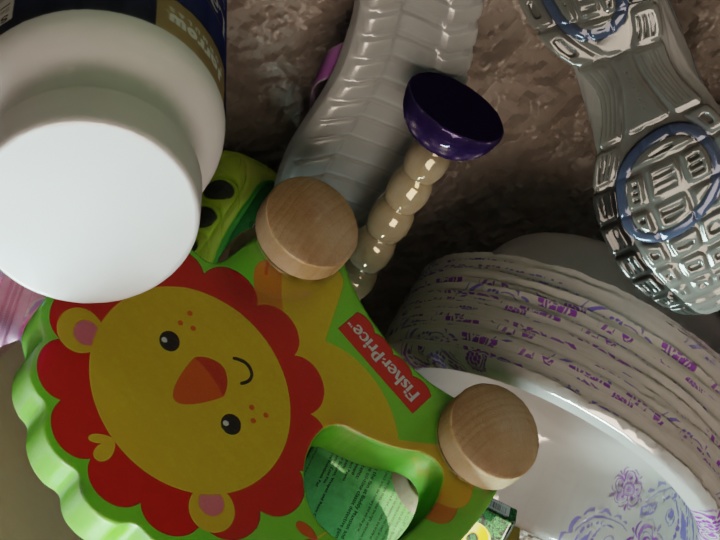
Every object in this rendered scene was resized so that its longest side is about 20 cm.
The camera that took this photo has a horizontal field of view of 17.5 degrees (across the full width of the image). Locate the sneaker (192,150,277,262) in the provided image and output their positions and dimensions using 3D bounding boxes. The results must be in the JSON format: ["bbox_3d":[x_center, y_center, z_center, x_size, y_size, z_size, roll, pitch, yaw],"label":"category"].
[{"bbox_3d":[-0.085,0.040,1.178,0.083,0.074,0.201,21,105,-31],"label":"sneaker"}]

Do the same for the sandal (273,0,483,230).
[{"bbox_3d":[0.010,-0.093,1.118,0.082,0.050,0.204,5,127,-29],"label":"sandal"}]

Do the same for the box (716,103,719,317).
[{"bbox_3d":[0.220,0.022,1.178,0.060,0.117,0.200,-25,125,12],"label":"box"}]

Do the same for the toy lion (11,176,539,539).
[{"bbox_3d":[-0.046,0.066,1.023,0.200,0.192,0.069,48,143,2],"label":"toy lion"}]

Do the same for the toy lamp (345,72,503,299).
[{"bbox_3d":[0.000,0.000,1.124,0.058,0.058,0.201,19,123,-18],"label":"toy lamp"}]

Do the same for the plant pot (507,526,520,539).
[{"bbox_3d":[-0.049,0.161,1.239,0.199,0.200,0.177,-34,110,23],"label":"plant pot"}]

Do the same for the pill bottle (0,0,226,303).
[{"bbox_3d":[-0.115,-0.085,1.017,0.115,0.201,0.116,-2,130,-2],"label":"pill bottle"}]

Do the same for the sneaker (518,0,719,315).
[{"bbox_3d":[0.133,-0.078,1.066,0.074,0.087,0.201,-17,95,18],"label":"sneaker"}]

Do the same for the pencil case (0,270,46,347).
[{"bbox_3d":[-0.173,0.011,1.169,0.087,0.088,0.201,14,126,-14],"label":"pencil case"}]

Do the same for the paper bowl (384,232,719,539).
[{"bbox_3d":[0.111,0.058,1.175,0.199,0.105,0.201,25,158,11],"label":"paper bowl"}]

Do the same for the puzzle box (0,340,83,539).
[{"bbox_3d":[-0.152,0.147,1.094,0.025,0.133,0.201,-20,102,20],"label":"puzzle box"}]

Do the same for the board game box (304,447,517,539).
[{"bbox_3d":[-0.014,0.180,1.125,0.104,0.023,0.201,27,104,3],"label":"board game box"}]
